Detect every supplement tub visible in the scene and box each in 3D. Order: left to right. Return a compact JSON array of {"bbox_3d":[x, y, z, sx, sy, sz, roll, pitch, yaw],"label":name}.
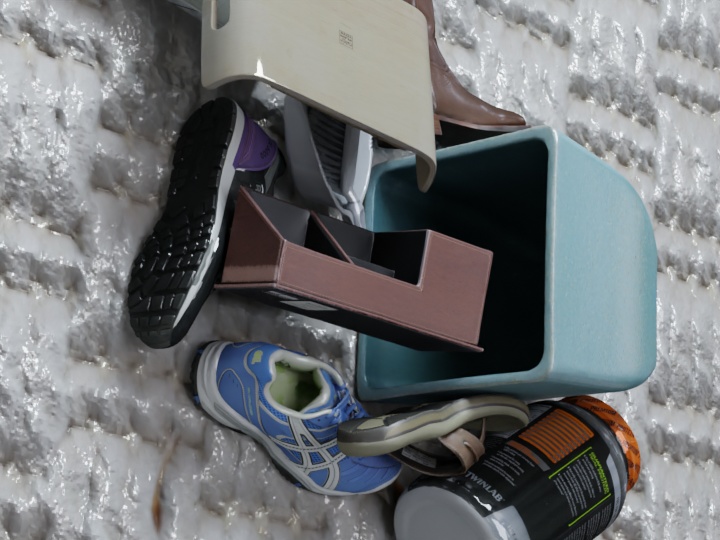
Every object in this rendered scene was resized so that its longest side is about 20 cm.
[{"bbox_3d":[0.131,0.182,1.512,0.200,0.123,0.123,-28,100,-42],"label":"supplement tub"}]

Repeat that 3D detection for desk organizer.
[{"bbox_3d":[0.000,0.000,1.366,0.200,0.072,0.077,18,77,-38],"label":"desk organizer"}]

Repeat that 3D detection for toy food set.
[{"bbox_3d":[-0.028,-0.152,1.374,0.200,0.060,0.144,23,48,-30],"label":"toy food set"}]

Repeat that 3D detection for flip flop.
[{"bbox_3d":[0.056,0.129,1.414,0.200,0.081,0.058,-6,85,-56],"label":"flip flop"}]

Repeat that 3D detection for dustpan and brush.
[{"bbox_3d":[-0.015,-0.072,1.465,0.140,0.057,0.200,-46,142,-63],"label":"dustpan and brush"}]

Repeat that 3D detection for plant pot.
[{"bbox_3d":[0.138,0.016,1.512,0.200,0.196,0.196,16,71,-44],"label":"plant pot"}]

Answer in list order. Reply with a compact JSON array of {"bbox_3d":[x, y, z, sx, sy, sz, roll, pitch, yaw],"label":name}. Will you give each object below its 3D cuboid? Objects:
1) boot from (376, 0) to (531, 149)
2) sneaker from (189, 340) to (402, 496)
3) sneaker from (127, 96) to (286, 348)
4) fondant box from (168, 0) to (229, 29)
[{"bbox_3d":[0.062,-0.202,1.576,0.186,0.064,0.200,0,75,-49],"label":"boot"},{"bbox_3d":[-0.035,0.113,1.407,0.200,0.077,0.076,32,59,-36],"label":"sneaker"},{"bbox_3d":[-0.100,-0.023,1.381,0.088,0.076,0.200,38,58,-38],"label":"sneaker"},{"bbox_3d":[-0.099,-0.261,1.404,0.200,0.058,0.144,29,88,-36],"label":"fondant box"}]
